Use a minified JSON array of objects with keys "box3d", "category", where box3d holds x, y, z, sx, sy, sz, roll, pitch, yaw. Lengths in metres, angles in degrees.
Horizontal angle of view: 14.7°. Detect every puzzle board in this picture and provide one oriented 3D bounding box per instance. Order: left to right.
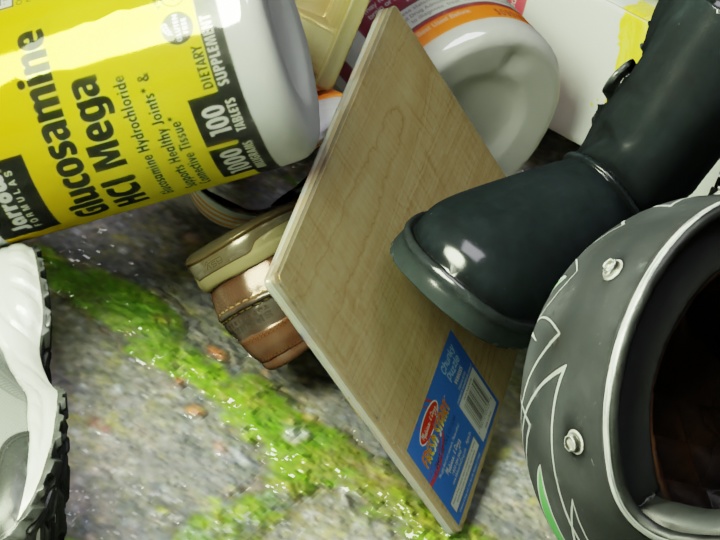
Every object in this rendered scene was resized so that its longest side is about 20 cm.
[{"box3d":[0.023,-0.003,1.231,0.151,0.017,0.201,55,34,-27],"category":"puzzle board"}]

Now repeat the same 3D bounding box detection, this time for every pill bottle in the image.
[{"box3d":[-0.125,-0.076,1.177,0.199,0.113,0.113,-16,35,8],"category":"pill bottle"},{"box3d":[0.003,-0.129,1.413,0.114,0.115,0.200,-9,43,-35],"category":"pill bottle"}]

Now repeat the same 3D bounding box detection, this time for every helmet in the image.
[{"box3d":[0.161,0.065,1.144,0.190,0.201,0.200,26,34,21],"category":"helmet"}]

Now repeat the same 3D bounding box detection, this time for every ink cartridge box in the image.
[{"box3d":[0.163,-0.109,1.458,0.199,0.084,0.145,31,27,31],"category":"ink cartridge box"}]

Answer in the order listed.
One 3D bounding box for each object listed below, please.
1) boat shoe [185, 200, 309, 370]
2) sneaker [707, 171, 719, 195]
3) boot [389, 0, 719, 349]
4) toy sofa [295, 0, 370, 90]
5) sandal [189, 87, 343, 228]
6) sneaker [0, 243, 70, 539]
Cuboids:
[{"box3d":[0.000,0.000,1.284,0.200,0.072,0.068,-18,81,-53],"category":"boat shoe"},{"box3d":[0.214,-0.035,1.302,0.078,0.075,0.200,34,66,17],"category":"sneaker"},{"box3d":[0.108,-0.056,1.211,0.076,0.169,0.200,41,20,17],"category":"boot"},{"box3d":[-0.092,-0.160,1.266,0.199,0.083,0.098,19,13,-19],"category":"toy sofa"},{"box3d":[-0.046,-0.053,1.309,0.079,0.060,0.207,-13,11,-6],"category":"sandal"},{"box3d":[-0.157,0.062,1.115,0.079,0.074,0.201,-2,32,-13],"category":"sneaker"}]
